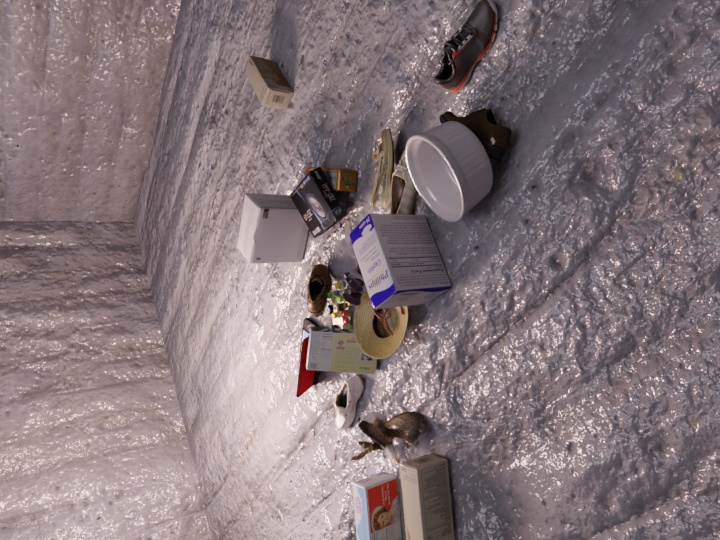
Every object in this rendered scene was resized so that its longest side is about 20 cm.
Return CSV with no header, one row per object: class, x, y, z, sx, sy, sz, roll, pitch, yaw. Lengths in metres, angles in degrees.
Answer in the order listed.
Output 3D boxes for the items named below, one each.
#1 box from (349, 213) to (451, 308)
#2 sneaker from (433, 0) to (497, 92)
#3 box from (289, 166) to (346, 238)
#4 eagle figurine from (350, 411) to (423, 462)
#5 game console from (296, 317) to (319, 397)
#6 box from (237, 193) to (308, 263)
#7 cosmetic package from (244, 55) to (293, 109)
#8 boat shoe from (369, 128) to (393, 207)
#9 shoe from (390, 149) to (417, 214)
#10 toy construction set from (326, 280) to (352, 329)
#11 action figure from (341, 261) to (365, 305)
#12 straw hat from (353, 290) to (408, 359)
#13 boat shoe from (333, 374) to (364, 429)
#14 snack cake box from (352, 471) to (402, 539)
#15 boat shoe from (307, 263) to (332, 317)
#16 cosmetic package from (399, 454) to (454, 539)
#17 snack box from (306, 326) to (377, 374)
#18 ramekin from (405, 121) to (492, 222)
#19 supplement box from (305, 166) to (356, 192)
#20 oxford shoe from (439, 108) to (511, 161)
box,0.094,-0.024,1.297,0.105,0.182,0.203,-41,60,46
sneaker,0.221,-0.480,1.163,0.077,0.081,0.202,53,133,37
box,-0.131,-0.201,1.642,0.162,0.043,0.199,61,153,-2
eagle figurine,0.067,0.429,1.418,0.149,0.152,0.201,29,142,9
game console,-0.192,0.281,1.784,0.172,0.117,0.204,28,115,50
box,-0.289,-0.140,1.814,0.131,0.197,0.202,43,126,46
cosmetic package,-0.322,-0.659,1.899,0.202,0.104,0.071,60,135,30
boat shoe,0.056,-0.266,1.410,0.073,0.061,0.204,-49,-39,-80
shoe,0.111,-0.214,1.367,0.070,0.053,0.204,26,114,50
toy construction set,-0.050,0.133,1.603,0.130,0.091,0.204,-16,70,54
action figure,0.000,0.000,1.469,0.131,0.069,0.201,-59,6,34
straw hat,0.078,0.131,1.418,0.199,0.084,0.205,-8,79,44
boat shoe,-0.051,0.400,1.636,0.071,0.068,0.203,42,126,42
snack cake box,0.046,0.673,1.484,0.067,0.113,0.204,-7,87,54
boat shoe,-0.125,0.044,1.656,0.069,0.070,0.202,87,-179,-45
cosmetic package,0.161,0.563,1.311,0.071,0.104,0.204,-8,85,55
snack box,-0.048,0.223,1.514,0.037,0.196,0.118,-114,31,-72
ramekin,0.190,-0.215,1.154,0.201,0.097,0.201,53,165,20
supplement box,-0.091,-0.276,1.637,0.199,0.066,0.070,21,107,52
oxford shoe,0.249,-0.309,1.164,0.200,0.072,0.085,42,110,41
